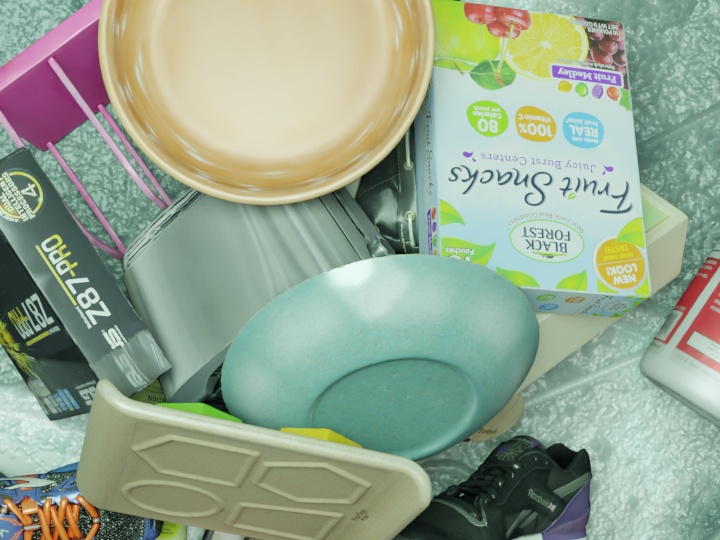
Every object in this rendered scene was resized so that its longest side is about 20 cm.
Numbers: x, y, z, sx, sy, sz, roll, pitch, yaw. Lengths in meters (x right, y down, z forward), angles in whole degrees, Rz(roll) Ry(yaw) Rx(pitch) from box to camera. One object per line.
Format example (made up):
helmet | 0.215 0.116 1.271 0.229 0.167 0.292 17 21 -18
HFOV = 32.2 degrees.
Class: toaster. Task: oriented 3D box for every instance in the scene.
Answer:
toaster | -0.071 0.014 0.817 0.200 0.114 0.129 -39 63 22

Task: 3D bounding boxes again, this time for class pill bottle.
pill bottle | 0.301 0.019 0.908 0.112 0.112 0.200 33 91 -6

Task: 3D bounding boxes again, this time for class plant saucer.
plant saucer | 0.016 0.072 0.760 0.200 0.039 0.201 -7 137 -6
plant saucer | -0.056 -0.137 0.752 0.200 0.037 0.201 0 85 -1

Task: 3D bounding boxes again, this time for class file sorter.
file sorter | -0.126 -0.114 0.837 0.200 0.139 0.126 -37 83 -2

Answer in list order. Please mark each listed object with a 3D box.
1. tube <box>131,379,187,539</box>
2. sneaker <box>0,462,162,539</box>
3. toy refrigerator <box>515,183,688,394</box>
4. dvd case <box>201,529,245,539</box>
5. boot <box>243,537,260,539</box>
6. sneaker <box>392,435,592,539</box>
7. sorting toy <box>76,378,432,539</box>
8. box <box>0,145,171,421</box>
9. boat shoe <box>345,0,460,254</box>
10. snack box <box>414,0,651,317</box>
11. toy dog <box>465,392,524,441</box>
tube | -0.149 0.128 0.911 0.058 0.052 0.201 18 101 39
sneaker | -0.235 0.176 0.866 0.199 0.078 0.076 -3 97 8
toy refrigerator | 0.130 0.010 0.870 0.200 0.070 0.076 -33 53 -20
dvd case | -0.058 0.239 0.939 0.142 0.018 0.200 21 92 -7
boot | 0.010 0.241 0.856 0.199 0.151 0.073 14 103 -5
sneaker | 0.092 0.159 0.884 0.200 0.076 0.088 4 97 -46
sorting toy | -0.072 0.126 0.771 0.199 0.185 0.037 17 60 -8
box | -0.211 0.017 0.822 0.049 0.200 0.161 -37 98 -26
boat shoe | 0.045 -0.106 0.881 0.067 0.072 0.201 10 76 26
snack box | 0.109 -0.074 0.822 0.142 0.053 0.201 4 69 -13
toy dog | 0.018 0.117 0.903 0.199 0.132 0.096 -10 133 0
